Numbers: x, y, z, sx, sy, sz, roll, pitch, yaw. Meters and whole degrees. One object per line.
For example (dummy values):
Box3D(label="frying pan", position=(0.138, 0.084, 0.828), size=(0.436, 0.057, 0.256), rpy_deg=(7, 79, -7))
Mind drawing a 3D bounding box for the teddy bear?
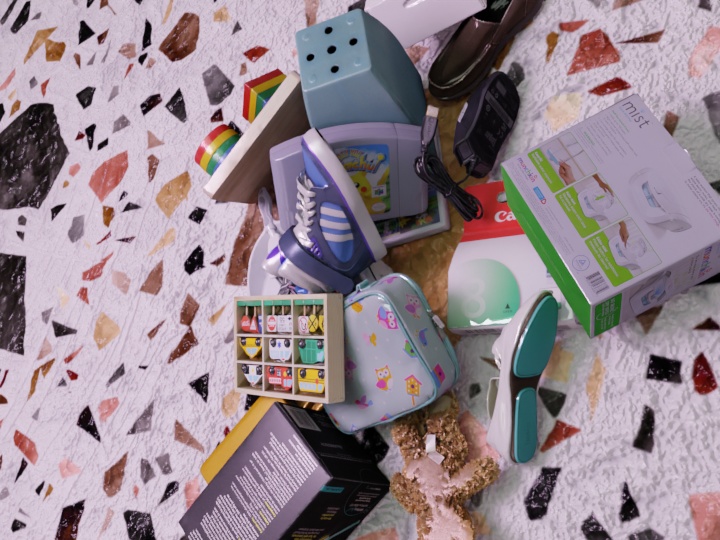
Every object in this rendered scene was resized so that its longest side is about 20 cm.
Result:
Box3D(label="teddy bear", position=(0.094, 0.243, 0.966), size=(0.144, 0.067, 0.201), rpy_deg=(-38, 51, 10))

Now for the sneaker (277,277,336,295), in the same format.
Box3D(label="sneaker", position=(-0.090, 0.068, 1.087), size=(0.080, 0.074, 0.203), rpy_deg=(25, 111, 33))

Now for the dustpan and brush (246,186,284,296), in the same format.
Box3D(label="dustpan and brush", position=(-0.122, -0.039, 1.187), size=(0.139, 0.057, 0.202), rpy_deg=(-35, 43, 26))

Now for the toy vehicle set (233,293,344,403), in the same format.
Box3D(label="toy vehicle set", position=(-0.093, 0.093, 1.013), size=(0.198, 0.026, 0.127), rpy_deg=(-4, 87, 49))

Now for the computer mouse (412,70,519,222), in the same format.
Box3D(label="computer mouse", position=(0.125, -0.176, 1.026), size=(0.046, 0.140, 0.203), rpy_deg=(3, 67, 49))

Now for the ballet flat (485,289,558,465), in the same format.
Box3D(label="ballet flat", position=(0.174, 0.117, 0.928), size=(0.069, 0.069, 0.204), rpy_deg=(12, 101, 34))

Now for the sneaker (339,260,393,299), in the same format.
Box3D(label="sneaker", position=(0.000, 0.000, 1.092), size=(0.073, 0.070, 0.202), rpy_deg=(-44, 63, 36))

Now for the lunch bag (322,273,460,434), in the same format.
Box3D(label="lunch bag", position=(0.018, 0.098, 0.986), size=(0.199, 0.077, 0.162), rpy_deg=(-31, 85, 43))

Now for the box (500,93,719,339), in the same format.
Box3D(label="box", position=(0.277, -0.063, 0.893), size=(0.175, 0.097, 0.202), rpy_deg=(-27, 60, 0))

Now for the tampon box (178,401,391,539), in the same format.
Box3D(label="tampon box", position=(-0.092, 0.286, 1.009), size=(0.201, 0.149, 0.126), rpy_deg=(-50, 56, 9))

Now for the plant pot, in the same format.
Box3D(label="plant pot", position=(-0.001, -0.227, 1.049), size=(0.139, 0.200, 0.143), rpy_deg=(-15, 67, 14))

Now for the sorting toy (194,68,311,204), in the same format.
Box3D(label="sorting toy", position=(-0.145, -0.198, 1.167), size=(0.069, 0.199, 0.201), rpy_deg=(40, 98, 5))

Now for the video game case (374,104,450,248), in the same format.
Box3D(label="video game case", position=(0.025, -0.117, 1.146), size=(0.197, 0.022, 0.185), rpy_deg=(-16, 67, 27))

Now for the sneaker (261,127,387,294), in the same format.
Box3D(label="sneaker", position=(-0.065, -0.053, 0.979), size=(0.145, 0.201, 0.081), rpy_deg=(-30, 37, 0))

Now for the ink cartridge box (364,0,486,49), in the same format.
Box3D(label="ink cartridge box", position=(0.094, -0.414, 1.119), size=(0.143, 0.084, 0.202), rpy_deg=(-20, 44, 30))

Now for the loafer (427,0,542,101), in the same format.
Box3D(label="loafer", position=(0.155, -0.320, 1.098), size=(0.201, 0.071, 0.073), rpy_deg=(-50, 55, 9))

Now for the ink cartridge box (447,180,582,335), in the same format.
Box3D(label="ink cartridge box", position=(0.188, -0.026, 0.998), size=(0.159, 0.050, 0.204), rpy_deg=(-7, 73, 31))

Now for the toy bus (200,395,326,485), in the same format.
Box3D(label="toy bus", position=(-0.120, 0.216, 1.094), size=(0.201, 0.078, 0.065), rpy_deg=(-49, 56, 9))

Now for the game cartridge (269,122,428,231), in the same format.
Box3D(label="game cartridge", position=(-0.011, -0.119, 1.029), size=(0.197, 0.135, 0.041), rpy_deg=(-9, 39, -4))
